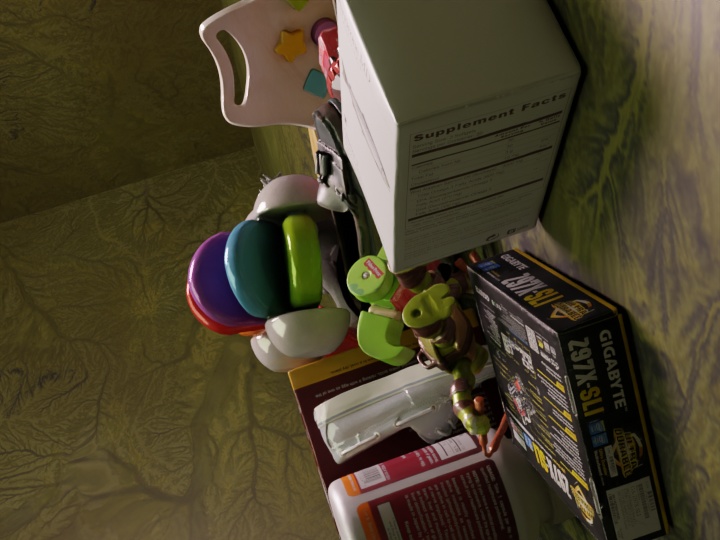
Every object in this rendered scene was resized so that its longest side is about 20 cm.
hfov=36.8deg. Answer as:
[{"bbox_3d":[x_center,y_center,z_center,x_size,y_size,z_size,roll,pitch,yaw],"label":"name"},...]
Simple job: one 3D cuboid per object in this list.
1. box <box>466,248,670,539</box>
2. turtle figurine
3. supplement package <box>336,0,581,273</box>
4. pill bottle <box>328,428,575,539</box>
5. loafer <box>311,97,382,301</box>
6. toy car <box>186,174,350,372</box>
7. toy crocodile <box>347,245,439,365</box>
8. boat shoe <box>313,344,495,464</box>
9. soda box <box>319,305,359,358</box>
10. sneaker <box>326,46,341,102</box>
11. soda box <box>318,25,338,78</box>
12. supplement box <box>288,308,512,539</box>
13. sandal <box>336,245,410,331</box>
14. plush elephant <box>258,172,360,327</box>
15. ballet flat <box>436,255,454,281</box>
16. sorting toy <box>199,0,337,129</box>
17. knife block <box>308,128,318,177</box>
[{"bbox_3d":[0.142,0.083,0.775,0.200,0.049,0.161,-132,23,-74],"label":"box"},{"bbox_3d":[0.071,0.040,0.888,0.162,0.064,0.202,54,-148,-50],"label":"turtle figurine"},{"bbox_3d":[0.056,-0.104,0.710,0.200,0.116,0.118,88,164,-65],"label":"supplement package"},{"bbox_3d":[0.081,0.204,0.927,0.113,0.198,0.114,162,90,-83],"label":"pill bottle"},{"bbox_3d":[-0.008,-0.056,0.985,0.072,0.063,0.201,48,163,59],"label":"loafer"},{"bbox_3d":[-0.099,0.008,1.077,0.200,0.148,0.177,138,127,-70],"label":"toy car"},{"bbox_3d":[0.043,-0.015,0.942,0.068,0.061,0.201,48,-121,-50],"label":"toy crocodile"},{"bbox_3d":[0.056,0.123,0.989,0.072,0.199,0.070,69,-164,8],"label":"boat shoe"},{"bbox_3d":[0.021,0.123,1.270,0.199,0.064,0.070,32,-173,-20],"label":"soda box"},{"bbox_3d":[0.023,-0.163,0.938,0.099,0.070,0.200,68,161,8],"label":"sneaker"},{"bbox_3d":[0.022,-0.148,1.066,0.063,0.069,0.202,90,160,-72],"label":"soda box"},{"bbox_3d":[0.052,0.177,1.088,0.133,0.196,0.202,86,165,-72],"label":"supplement box"},{"bbox_3d":[-0.001,-0.001,1.107,0.075,0.048,0.202,28,144,52],"label":"sandal"},{"bbox_3d":[-0.006,-0.064,1.229,0.199,0.155,0.165,36,124,6],"label":"plush elephant"},{"bbox_3d":[0.070,0.028,1.129,0.201,0.070,0.071,84,167,-46],"label":"ballet flat"},{"bbox_3d":[-0.076,-0.237,1.172,0.107,0.178,0.201,-117,12,-53],"label":"sorting toy"},{"bbox_3d":[-0.030,-0.148,1.505,0.176,0.063,0.202,-168,61,-81],"label":"knife block"}]
